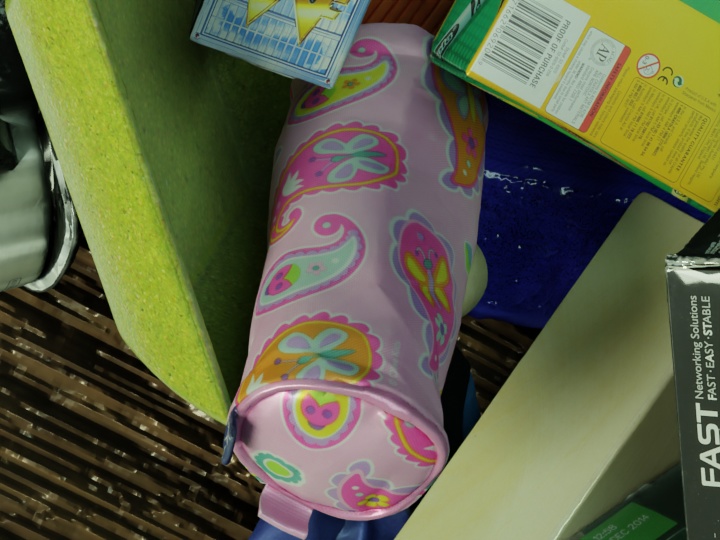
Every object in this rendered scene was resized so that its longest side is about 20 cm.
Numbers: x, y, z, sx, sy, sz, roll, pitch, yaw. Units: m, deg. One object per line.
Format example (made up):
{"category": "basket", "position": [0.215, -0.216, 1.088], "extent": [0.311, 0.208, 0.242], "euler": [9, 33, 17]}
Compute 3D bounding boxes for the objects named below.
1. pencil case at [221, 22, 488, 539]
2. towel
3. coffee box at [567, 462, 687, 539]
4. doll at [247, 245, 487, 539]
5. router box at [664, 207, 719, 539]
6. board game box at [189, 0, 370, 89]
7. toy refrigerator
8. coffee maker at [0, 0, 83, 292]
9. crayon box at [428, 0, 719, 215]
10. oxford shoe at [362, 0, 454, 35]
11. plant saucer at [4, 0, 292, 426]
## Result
{"category": "pencil case", "position": [0.000, 0.000, 1.010], "extent": [0.087, 0.088, 0.201], "euler": [23, 47, -16]}
{"category": "towel", "position": [0.110, -0.062, 1.106], "extent": [0.147, 0.050, 0.201], "euler": [6, 120, -20]}
{"category": "coffee box", "position": [0.107, 0.189, 1.065], "extent": [0.123, 0.044, 0.201], "euler": [-30, 127, -30]}
{"category": "doll", "position": [-0.002, 0.073, 1.075], "extent": [0.136, 0.048, 0.201], "euler": [36, 77, -42]}
{"category": "router box", "position": [0.169, 0.066, 0.993], "extent": [0.150, 0.062, 0.202], "euler": [-39, 126, -58]}
{"category": "board game box", "position": [-0.002, -0.182, 0.992], "extent": [0.061, 0.200, 0.201], "euler": [17, 62, -12]}
{"category": "toy refrigerator", "position": [0.089, 0.075, 1.076], "extent": [0.201, 0.070, 0.076], "euler": [-54, 141, -5]}
{"category": "coffee maker", "position": [-0.227, -0.061, 1.011], "extent": [0.199, 0.135, 0.193], "euler": [-13, 61, -23]}
{"category": "crayon box", "position": [0.127, -0.138, 1.014], "extent": [0.118, 0.058, 0.201], "euler": [27, 96, -18]}
{"category": "oxford shoe", "position": [0.066, -0.111, 1.158], "extent": [0.199, 0.071, 0.073], "euler": [21, 54, -21]}
{"category": "plant saucer", "position": [-0.071, -0.069, 1.028], "extent": [0.048, 0.200, 0.201], "euler": [-9, 114, 18]}
